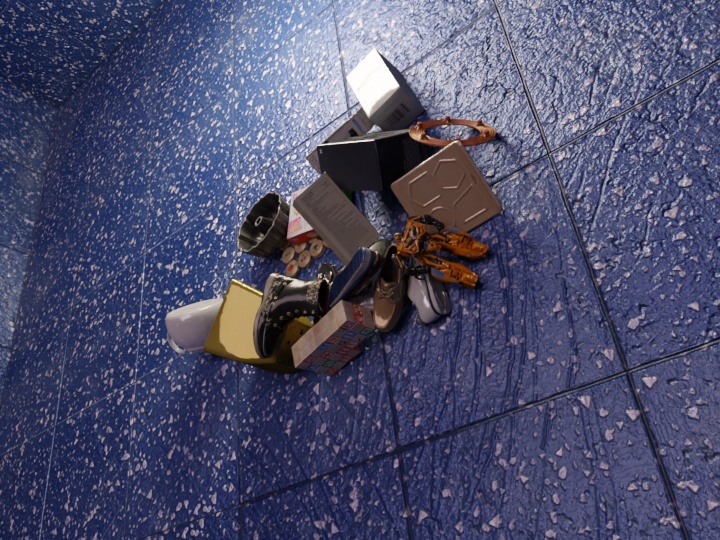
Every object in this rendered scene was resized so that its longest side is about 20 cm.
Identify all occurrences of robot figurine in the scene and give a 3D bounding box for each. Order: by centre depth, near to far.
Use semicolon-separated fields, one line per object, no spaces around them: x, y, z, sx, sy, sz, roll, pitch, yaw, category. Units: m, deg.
0.166;-0.043;1.358;0.198;0.058;0.146;20;75;3;robot figurine

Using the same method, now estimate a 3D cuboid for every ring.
0.212;-0.323;1.457;0.200;0.199;0.019;33;136;45;ring

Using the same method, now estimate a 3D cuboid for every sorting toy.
0.191;-0.165;1.416;0.199;0.186;0.036;-30;9;30;sorting toy

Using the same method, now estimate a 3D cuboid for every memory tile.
-0.149;-0.084;1.767;0.199;0.017;0.154;-37;49;23;memory tile

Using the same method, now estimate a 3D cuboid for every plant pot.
-0.236;0.161;1.610;0.199;0.195;0.196;16;80;32;plant pot

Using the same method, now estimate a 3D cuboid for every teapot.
-0.462;0.174;1.832;0.200;0.196;0.147;-166;61;-72;teapot

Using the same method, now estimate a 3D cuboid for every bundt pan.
-0.269;-0.125;1.838;0.201;0.076;0.203;-31;42;33;bundt pan

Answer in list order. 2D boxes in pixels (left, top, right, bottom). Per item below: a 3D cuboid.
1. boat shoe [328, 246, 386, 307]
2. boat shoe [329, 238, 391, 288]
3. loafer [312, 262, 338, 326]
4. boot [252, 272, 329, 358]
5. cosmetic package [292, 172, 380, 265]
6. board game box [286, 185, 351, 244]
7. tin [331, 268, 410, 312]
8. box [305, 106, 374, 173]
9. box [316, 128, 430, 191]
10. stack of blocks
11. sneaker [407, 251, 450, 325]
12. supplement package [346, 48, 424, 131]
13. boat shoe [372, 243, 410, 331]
-0.008;0.028;1.424;0.200;0.072;0.073;-49;33;46;boat shoe
0.000;0.000;1.554;0.201;0.068;0.075;-53;45;8;boat shoe
-0.092;0.064;1.610;0.072;0.063;0.202;-23;56;32;loafer
-0.160;0.106;1.463;0.152;0.073;0.205;2;73;26;boot
-0.058;-0.119;1.501;0.103;0.200;0.073;-41;1;-12;cosmetic package
-0.113;-0.171;1.738;0.199;0.040;0.154;-16;59;36;board game box
0.024;0.046;1.485;0.198;0.042;0.113;-4;89;22;tin
-0.051;-0.362;1.740;0.199;0.060;0.117;-36;13;29;box
0.034;-0.269;1.548;0.199;0.198;0.124;6;110;44;box
-0.055;0.160;1.470;0.200;0.115;0.059;-44;45;31;stack of blocks
0.136;0.023;1.422;0.080;0.076;0.201;-35;49;34;sneaker
0.064;-0.474;1.695;0.117;0.117;0.201;-42;47;20;supplement package
0.060;0.037;1.416;0.071;0.064;0.202;10;91;22;boat shoe
